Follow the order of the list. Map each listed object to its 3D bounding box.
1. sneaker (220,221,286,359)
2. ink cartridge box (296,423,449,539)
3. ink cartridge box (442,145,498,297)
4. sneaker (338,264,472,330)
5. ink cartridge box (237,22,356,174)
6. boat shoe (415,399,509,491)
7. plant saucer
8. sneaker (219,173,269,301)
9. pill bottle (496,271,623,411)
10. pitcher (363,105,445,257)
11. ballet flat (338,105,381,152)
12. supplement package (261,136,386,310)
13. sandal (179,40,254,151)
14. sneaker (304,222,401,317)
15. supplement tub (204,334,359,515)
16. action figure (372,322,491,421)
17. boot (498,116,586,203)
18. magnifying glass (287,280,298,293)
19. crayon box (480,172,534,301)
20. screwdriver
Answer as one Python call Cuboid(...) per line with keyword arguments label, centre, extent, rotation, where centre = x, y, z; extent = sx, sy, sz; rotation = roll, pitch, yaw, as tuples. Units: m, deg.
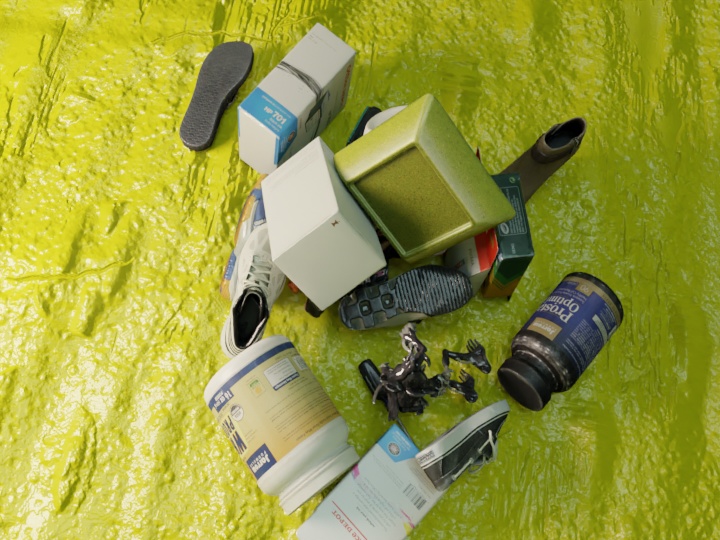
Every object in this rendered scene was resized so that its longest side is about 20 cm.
Cuboid(label="sneaker", centre=(-0.134, 0.021, 1.074), extent=(0.074, 0.115, 0.205), rotation=(17, 74, -14))
Cuboid(label="ink cartridge box", centre=(0.014, 0.326, 1.065), extent=(0.115, 0.068, 0.199), rotation=(45, 69, 8))
Cuboid(label="ink cartridge box", centre=(0.153, -0.064, 1.159), extent=(0.049, 0.201, 0.166), rotation=(-7, 70, -2))
Cuboid(label="sneaker", centre=(0.068, 0.042, 1.154), extent=(0.195, 0.089, 0.076), rotation=(-11, 80, 6))
Cuboid(label="ink cartridge box", centre=(-0.101, -0.259, 1.221), extent=(0.085, 0.147, 0.201), rotation=(36, 68, 7))
Cuboid(label="boat shoe", centre=(0.157, 0.243, 1.089), extent=(0.198, 0.073, 0.069), rotation=(-19, 74, -51))
Cuboid(label="plant saucer", centre=(0.073, -0.102, 1.045), extent=(0.201, 0.198, 0.048), rotation=(51, 46, -15))
Cuboid(label="sneaker", centre=(-0.148, -0.043, 1.183), extent=(0.086, 0.075, 0.205), rotation=(17, 75, -13))
Cuboid(label="pill bottle", centre=(0.296, 0.108, 1.167), extent=(0.112, 0.112, 0.200), rotation=(42, 69, 8))
Cuboid(label="pitcher", centre=(0.072, -0.144, 1.167), extent=(0.118, 0.203, 0.173), rotation=(-14, 32, 8))
Cuboid(label="ballet flat", centre=(-0.008, -0.179, 1.250), extent=(0.072, 0.073, 0.202), rotation=(32, 66, 4))
Cuboid(label="supplement package", centre=(-0.056, -0.069, 1.096), extent=(0.116, 0.117, 0.202), rotation=(-34, 35, 13))
Cuboid(label="sandal", centre=(-0.237, -0.286, 1.272), extent=(0.075, 0.043, 0.204), rotation=(24, 77, 9))
Cuboid(label="sneaker", centre=(0.000, 0.000, 1.179), extent=(0.086, 0.081, 0.201), rotation=(40, 70, 5))
Cuboid(label="supplement tub", centre=(-0.104, 0.206, 1.049), extent=(0.143, 0.145, 0.202), rotation=(-33, 77, -19))
Cuboid(label="action figure", centre=(0.085, 0.147, 1.110), extent=(0.196, 0.102, 0.122), rotation=(2, 112, -35))
Cuboid(label="boot", centre=(0.274, -0.167, 1.247), extent=(0.199, 0.147, 0.070), rotation=(-41, 82, -20))
Cuboid(label="magnifying glass", centre=(-0.037, -0.043, 1.198), extent=(0.022, 0.080, 0.200), rotation=(44, 80, 5))
Cuboid(label="crayon box", centre=(0.206, -0.041, 1.165), extent=(0.050, 0.201, 0.129), rotation=(-6, 70, -1))
Cuboid(label="screwdriver", centre=(0.053, 0.221, 1.139), extent=(0.029, 0.028, 0.203), rotation=(-29, 82, 12))
